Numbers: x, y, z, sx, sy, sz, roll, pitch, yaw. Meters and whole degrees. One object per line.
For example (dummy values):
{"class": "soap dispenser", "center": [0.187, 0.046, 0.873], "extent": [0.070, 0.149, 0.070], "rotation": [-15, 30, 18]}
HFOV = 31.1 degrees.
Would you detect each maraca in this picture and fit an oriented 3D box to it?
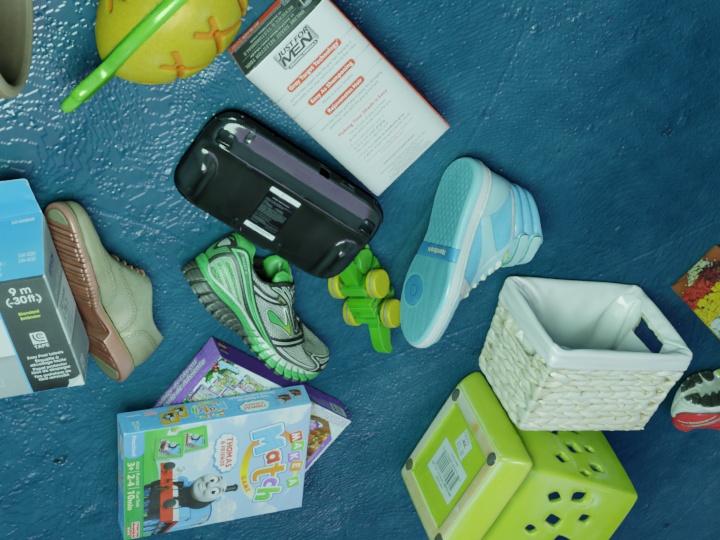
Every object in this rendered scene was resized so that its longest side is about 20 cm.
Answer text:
{"class": "maraca", "center": [-0.169, -0.201, 1.061], "extent": [0.200, 0.137, 0.107], "rotation": [-39, 99, 15]}

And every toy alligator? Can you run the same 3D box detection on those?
{"class": "toy alligator", "center": [0.000, 0.000, 1.336], "extent": [0.054, 0.059, 0.201], "rotation": [-59, 136, -39]}

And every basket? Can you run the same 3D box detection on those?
{"class": "basket", "center": [0.248, 0.098, 1.469], "extent": [0.199, 0.136, 0.124], "rotation": [5, 125, -28]}

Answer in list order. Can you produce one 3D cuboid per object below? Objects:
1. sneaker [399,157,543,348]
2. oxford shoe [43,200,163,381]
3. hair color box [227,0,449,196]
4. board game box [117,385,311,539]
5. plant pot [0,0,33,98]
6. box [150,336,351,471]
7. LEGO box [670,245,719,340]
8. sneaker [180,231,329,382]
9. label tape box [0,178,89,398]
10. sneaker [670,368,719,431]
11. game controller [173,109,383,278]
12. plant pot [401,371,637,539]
{"class": "sneaker", "center": [0.125, -0.006, 1.344], "extent": [0.130, 0.079, 0.201], "rotation": [16, 98, -36]}
{"class": "oxford shoe", "center": [-0.243, 0.009, 1.226], "extent": [0.074, 0.071, 0.201], "rotation": [-38, 135, -30]}
{"class": "hair color box", "center": [-0.017, -0.168, 1.196], "extent": [0.101, 0.061, 0.200], "rotation": [-42, 131, 8]}
{"class": "board game box", "center": [-0.154, 0.202, 1.362], "extent": [0.198, 0.037, 0.152], "rotation": [-8, 127, -20]}
{"class": "plant pot", "center": [-0.345, -0.221, 0.936], "extent": [0.173, 0.201, 0.201], "rotation": [-3, 127, -2]}
{"class": "box", "center": [-0.125, 0.167, 1.400], "extent": [0.199, 0.039, 0.137], "rotation": [31, 106, -38]}
{"class": "LEGO box", "center": [0.483, 0.081, 1.555], "extent": [0.077, 0.149, 0.200], "rotation": [-44, 130, 9]}
{"class": "sneaker", "center": [-0.088, 0.040, 1.301], "extent": [0.085, 0.078, 0.200], "rotation": [-39, 130, 4]}
{"class": "label tape box", "center": [-0.338, 0.024, 1.156], "extent": [0.142, 0.066, 0.201], "rotation": [-9, 131, 2]}
{"class": "sneaker", "center": [0.492, 0.169, 1.685], "extent": [0.198, 0.077, 0.085], "rotation": [-3, 136, -15]}
{"class": "game controller", "center": [-0.077, -0.068, 1.232], "extent": [0.199, 0.042, 0.104], "rotation": [32, 121, -22]}
{"class": "plant pot", "center": [0.168, 0.248, 1.502], "extent": [0.180, 0.200, 0.200], "rotation": [20, 114, -29]}
